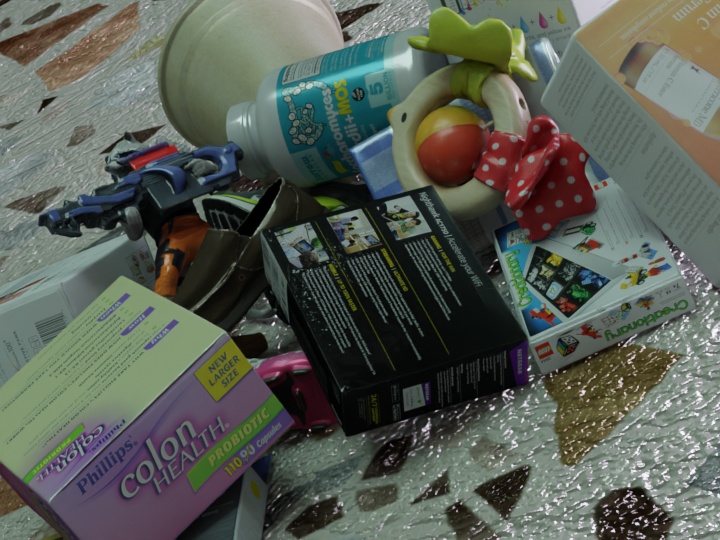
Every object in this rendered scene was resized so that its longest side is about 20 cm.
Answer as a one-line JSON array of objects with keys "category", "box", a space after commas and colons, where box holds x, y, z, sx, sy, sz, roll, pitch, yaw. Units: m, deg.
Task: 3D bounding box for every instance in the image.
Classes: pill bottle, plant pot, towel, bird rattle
[{"category": "pill bottle", "box": [-0.017, -0.138, 1.851, 0.199, 0.111, 0.111, -15, 28, 21]}, {"category": "plant pot", "box": [-0.074, -0.164, 2.021, 0.200, 0.201, 0.184, -31, 37, -8]}, {"category": "towel", "box": [0.104, -0.088, 1.741, 0.199, 0.148, 0.024, -28, -12, 9]}, {"category": "bird rattle", "box": [0.100, -0.107, 1.695, 0.163, 0.201, 0.112, -32, -17, 32]}]

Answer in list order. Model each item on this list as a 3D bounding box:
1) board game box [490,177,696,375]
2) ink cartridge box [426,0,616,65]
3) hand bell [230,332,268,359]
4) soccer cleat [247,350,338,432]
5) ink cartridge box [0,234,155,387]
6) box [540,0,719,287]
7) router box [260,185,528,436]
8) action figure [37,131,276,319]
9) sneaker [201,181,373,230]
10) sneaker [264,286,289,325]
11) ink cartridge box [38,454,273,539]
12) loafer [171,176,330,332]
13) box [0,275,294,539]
[{"category": "board game box", "box": [0.177, -0.002, 1.623, 0.126, 0.035, 0.200, -24, 26, 7]}, {"category": "ink cartridge box", "box": [0.147, -0.271, 1.830, 0.147, 0.201, 0.145, -9, 20, 38]}, {"category": "hand bell", "box": [-0.167, 0.097, 1.742, 0.199, 0.105, 0.104, -26, 23, -23]}, {"category": "soccer cleat", "box": [-0.078, 0.093, 1.655, 0.199, 0.070, 0.087, -18, 27, 20]}, {"category": "ink cartridge box", "box": [-0.285, 0.051, 1.857, 0.175, 0.084, 0.200, -21, 9, 19]}, {"category": "box", "box": [0.262, -0.120, 1.547, 0.152, 0.200, 0.106, -39, -12, -22]}, {"category": "router box", "box": [0.023, 0.026, 1.594, 0.148, 0.051, 0.200, -15, 42, -12]}, {"category": "action figure", "box": [-0.185, -0.028, 1.818, 0.199, 0.194, 0.105, -14, -20, -25]}, {"category": "sneaker", "box": [-0.064, -0.049, 1.922, 0.199, 0.074, 0.081, 6, 31, 40]}, {"category": "sneaker", "box": [0.000, 0.000, 1.749, 0.085, 0.077, 0.199, -38, 27, -30]}, {"category": "ink cartridge box", "box": [-0.167, 0.213, 1.551, 0.197, 0.047, 0.200, -22, 28, 14]}, {"category": "loafer", "box": [-0.114, -0.004, 1.728, 0.200, 0.071, 0.073, -43, 20, -18]}, {"category": "box", "box": [-0.177, 0.115, 1.560, 0.176, 0.097, 0.200, -44, 28, -14]}]
